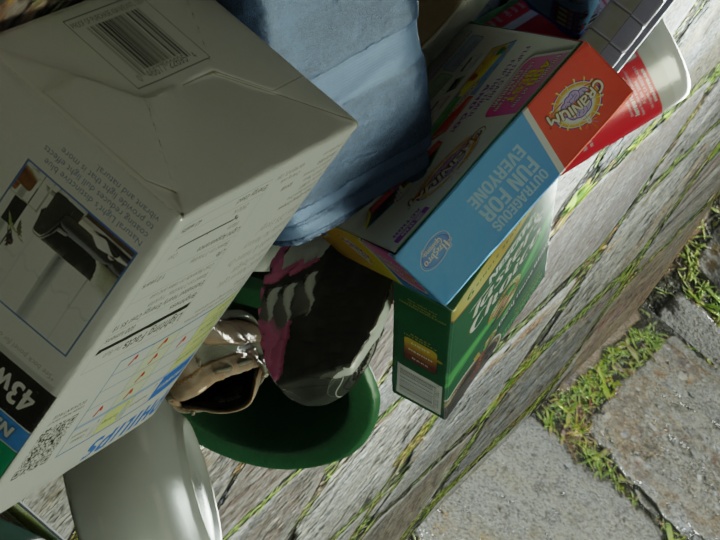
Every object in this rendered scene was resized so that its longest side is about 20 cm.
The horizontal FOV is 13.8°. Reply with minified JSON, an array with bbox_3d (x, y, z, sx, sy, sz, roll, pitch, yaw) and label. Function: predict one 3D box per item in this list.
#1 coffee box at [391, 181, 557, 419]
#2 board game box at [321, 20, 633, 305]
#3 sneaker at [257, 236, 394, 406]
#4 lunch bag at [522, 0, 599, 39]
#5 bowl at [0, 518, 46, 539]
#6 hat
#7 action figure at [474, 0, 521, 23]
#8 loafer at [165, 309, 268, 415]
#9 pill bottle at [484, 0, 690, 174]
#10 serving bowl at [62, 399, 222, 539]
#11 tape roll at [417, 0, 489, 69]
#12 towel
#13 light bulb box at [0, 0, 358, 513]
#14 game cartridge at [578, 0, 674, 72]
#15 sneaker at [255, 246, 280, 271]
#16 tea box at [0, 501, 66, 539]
[{"bbox_3d":[0.067,0.003,1.751,0.123,0.044,0.200,-55,167,-19],"label":"coffee box"},{"bbox_3d":[0.053,-0.063,1.619,0.153,0.040,0.200,-48,-163,-4],"label":"board game box"},{"bbox_3d":[0.000,0.000,1.760,0.086,0.080,0.200,67,33,-50],"label":"sneaker"},{"bbox_3d":[0.152,-0.269,1.840,0.200,0.094,0.151,-56,170,-15],"label":"lunch bag"},{"bbox_3d":[-0.272,0.188,1.593,0.201,0.105,0.201,-48,170,-11],"label":"bowl"},{"bbox_3d":[-0.039,0.013,1.895,0.166,0.200,0.176,-35,-156,43],"label":"hat"},{"bbox_3d":[0.114,-0.196,2.004,0.200,0.055,0.118,-40,170,-15],"label":"action figure"},{"bbox_3d":[-0.090,0.060,1.708,0.072,0.063,0.200,-34,165,5],"label":"loafer"},{"bbox_3d":[0.105,-0.111,1.937,0.200,0.112,0.112,-32,169,-1],"label":"pill bottle"},{"bbox_3d":[-0.125,0.137,1.775,0.066,0.200,0.200,-15,170,3],"label":"serving bowl"},{"bbox_3d":[0.021,-0.170,1.638,0.202,0.071,0.202,-48,170,-11],"label":"tape roll"},{"bbox_3d":[-0.022,-0.112,1.498,0.112,0.049,0.200,-30,136,-24],"label":"towel"},{"bbox_3d":[-0.133,-0.013,1.387,0.200,0.125,0.198,-53,170,26],"label":"light bulb box"},{"bbox_3d":[0.128,-0.111,1.771,0.130,0.038,0.200,-47,178,-13],"label":"game cartridge"},{"bbox_3d":[-0.011,-0.033,1.929,0.078,0.099,0.200,-46,170,-29],"label":"sneaker"},{"bbox_3d":[-0.252,0.236,1.785,0.200,0.134,0.197,-49,171,-4],"label":"tea box"}]
